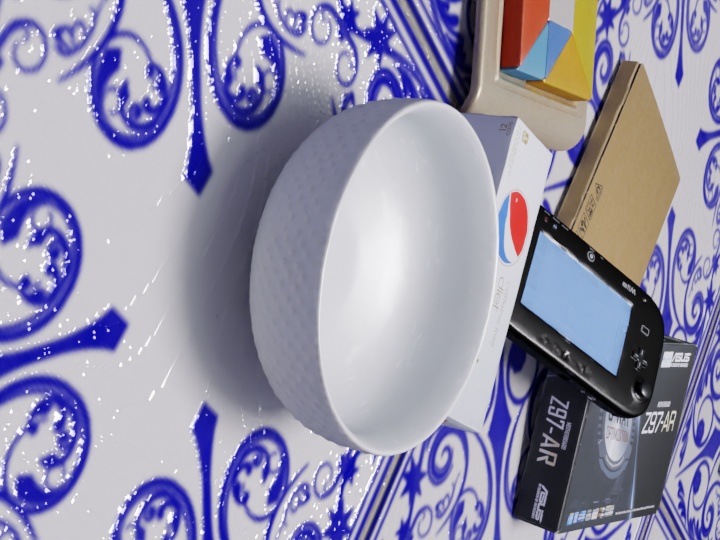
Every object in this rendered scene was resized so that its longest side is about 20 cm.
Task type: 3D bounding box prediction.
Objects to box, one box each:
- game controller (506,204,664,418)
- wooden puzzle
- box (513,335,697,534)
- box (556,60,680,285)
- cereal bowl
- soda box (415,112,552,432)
[{"bbox_3d":[0.157,0.026,1.004,0.200,0.042,0.105,36,67,-29],"label":"game controller"},{"bbox_3d":[0.137,-0.196,0.983,0.185,0.037,0.202,6,93,-58],"label":"wooden puzzle"},{"bbox_3d":[0.213,0.133,1.149,0.199,0.043,0.161,7,97,-54],"label":"box"},{"bbox_3d":[0.223,-0.052,1.164,0.201,0.021,0.164,-64,144,-26],"label":"box"},{"bbox_3d":[0.000,0.000,0.773,0.200,0.083,0.202,-19,113,-54],"label":"cereal bowl"},{"bbox_3d":[0.065,0.000,0.894,0.068,0.063,0.201,32,71,-56],"label":"soda box"}]
